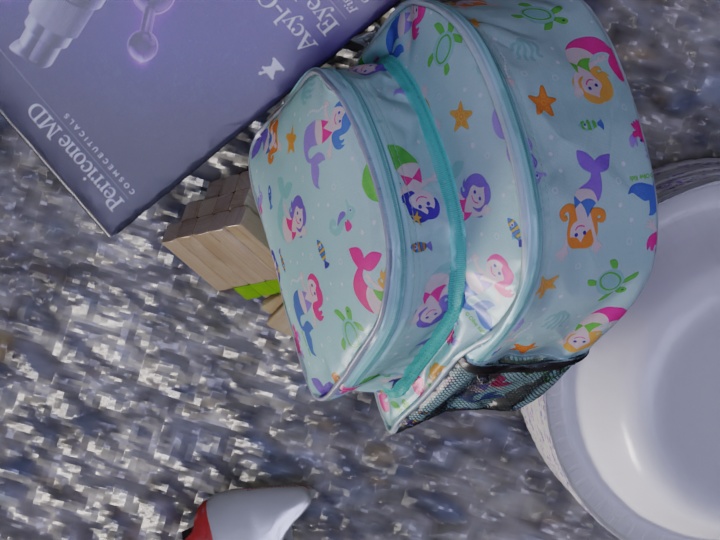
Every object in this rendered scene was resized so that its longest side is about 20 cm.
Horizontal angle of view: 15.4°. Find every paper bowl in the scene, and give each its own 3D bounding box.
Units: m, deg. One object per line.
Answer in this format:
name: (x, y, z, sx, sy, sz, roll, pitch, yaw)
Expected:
paper bowl: (0.184, 0.050, 1.317, 0.200, 0.104, 0.201, -2, 104, -10)

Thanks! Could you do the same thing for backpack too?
backpack: (0.044, -0.033, 1.222, 0.150, 0.200, 0.178, -5, 70, -31)

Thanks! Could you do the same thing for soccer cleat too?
soccer cleat: (-0.032, 0.206, 1.397, 0.085, 0.069, 0.200, -17, 98, 9)

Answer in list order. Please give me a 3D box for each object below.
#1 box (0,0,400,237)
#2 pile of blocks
box: (-0.091, -0.139, 1.293, 0.200, 0.104, 0.148, -40, 101, 9)
pile of blocks: (0.000, 0.000, 1.357, 0.200, 0.082, 0.062, 27, 60, -15)
